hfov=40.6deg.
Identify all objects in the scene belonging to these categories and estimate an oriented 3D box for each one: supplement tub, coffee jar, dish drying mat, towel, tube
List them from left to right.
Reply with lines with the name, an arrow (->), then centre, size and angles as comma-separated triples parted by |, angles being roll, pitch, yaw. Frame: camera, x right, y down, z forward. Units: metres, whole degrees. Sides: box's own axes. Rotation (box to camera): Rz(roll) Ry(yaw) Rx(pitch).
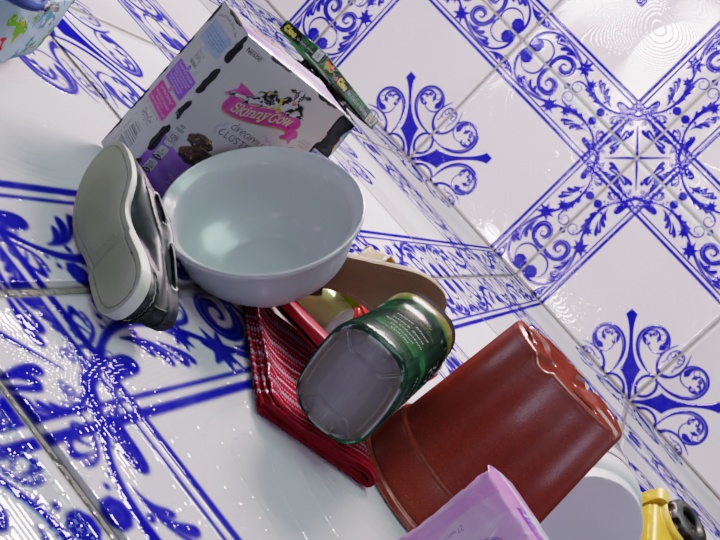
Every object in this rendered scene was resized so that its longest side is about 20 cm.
dish drying mat -> -0.080, 0.032, 1.014 | 0.200, 0.018, 0.077 | 43, 1, 32
tube -> -0.086, -0.009, 1.123 | 0.200, 0.052, 0.058 | 48, -25, 21
towel -> -0.051, 0.109, 0.931 | 0.144, 0.022, 0.201 | 41, 14, -27
coffee jar -> 0.022, 0.083, 0.904 | 0.085, 0.105, 0.200 | 40, 19, 9
supplement tub -> 0.268, 0.267, 1.207 | 0.140, 0.140, 0.200 | 44, 13, -7

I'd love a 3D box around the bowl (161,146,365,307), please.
bowl -> -0.094, -0.029, 0.956 | 0.202, 0.199, 0.091 | -122, -155, -42

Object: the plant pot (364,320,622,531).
plant pot -> 0.137, 0.168, 0.962 | 0.201, 0.195, 0.201 | 43, 12, -12

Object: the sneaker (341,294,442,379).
sneaker -> 0.009, 0.071, 1.167 | 0.199, 0.077, 0.085 | 40, 23, 4

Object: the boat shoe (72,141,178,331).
boat shoe -> -0.184, -0.027, 0.799 | 0.066, 0.074, 0.200 | 37, 16, -42

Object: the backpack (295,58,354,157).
backpack -> -0.106, -0.248, 1.552 | 0.177, 0.151, 0.200 | 41, 6, -11

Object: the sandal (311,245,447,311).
sandal -> 0.003, -0.004, 1.083 | 0.209, 0.078, 0.070 | 14, 41, -27

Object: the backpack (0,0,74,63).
backpack -> -0.356, -0.291, 0.889 | 0.183, 0.147, 0.200 | 40, 16, -15

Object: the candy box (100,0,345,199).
candy box -> -0.142, -0.150, 1.025 | 0.167, 0.200, 0.072 | 30, 19, -48

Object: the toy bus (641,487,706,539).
toy bus -> 0.394, 0.412, 1.232 | 0.200, 0.135, 0.192 | 47, 25, -4

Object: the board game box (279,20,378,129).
board game box -> -0.045, -0.295, 1.484 | 0.105, 0.023, 0.200 | 49, 3, 30

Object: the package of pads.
package of pads -> 0.112, 0.266, 0.747 | 0.076, 0.120, 0.201 | 39, 14, -50
